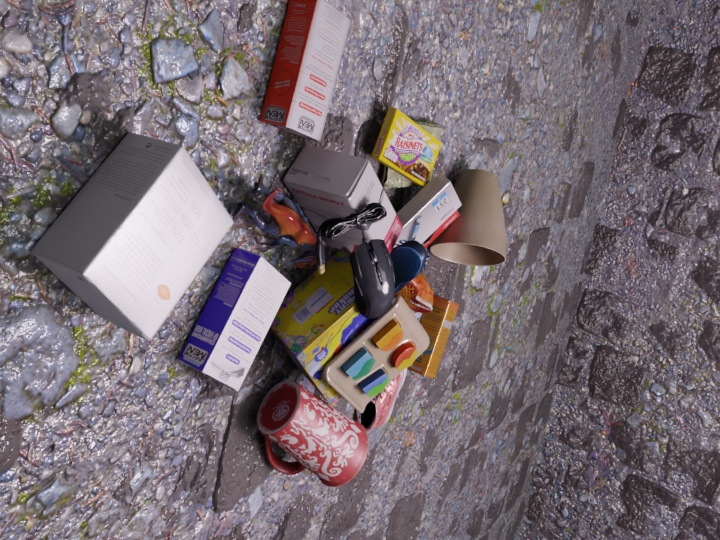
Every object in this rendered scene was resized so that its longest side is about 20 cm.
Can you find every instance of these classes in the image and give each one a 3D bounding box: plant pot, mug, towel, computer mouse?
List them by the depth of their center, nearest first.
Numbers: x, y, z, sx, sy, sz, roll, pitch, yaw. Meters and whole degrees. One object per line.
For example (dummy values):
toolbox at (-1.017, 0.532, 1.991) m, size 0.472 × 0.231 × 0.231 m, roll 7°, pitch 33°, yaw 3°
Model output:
computer mouse at (-0.003, 0.000, 1.155) m, size 0.138 × 0.046 × 0.204 m, roll -16°, pitch 115°, yaw -26°
mug at (-0.106, 0.319, 1.329) m, size 0.178 × 0.133 × 0.200 m, roll -48°, pitch 126°, yaw -4°
towel at (0.110, -0.248, 1.505) m, size 0.199 × 0.036 × 0.152 m, roll -12°, pitch 116°, yaw -56°
plant pot at (0.274, -0.134, 1.719) m, size 0.187 × 0.184 × 0.205 m, roll 33°, pitch 64°, yaw -58°

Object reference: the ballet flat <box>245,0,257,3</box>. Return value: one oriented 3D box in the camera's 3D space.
ballet flat at (-0.151, -0.457, 0.943) m, size 0.072 × 0.071 × 0.203 m, roll -46°, pitch 141°, yaw -36°

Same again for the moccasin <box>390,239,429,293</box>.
moccasin at (0.079, -0.017, 1.345) m, size 0.068 × 0.081 × 0.200 m, roll -42°, pitch 180°, yaw -27°

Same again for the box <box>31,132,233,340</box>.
box at (-0.283, -0.045, 0.902) m, size 0.202 × 0.105 × 0.153 m, roll -58°, pitch 147°, yaw -23°

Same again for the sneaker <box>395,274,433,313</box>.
sneaker at (0.119, 0.036, 1.654) m, size 0.200 × 0.071 × 0.079 m, roll 48°, pitch 43°, yaw -60°

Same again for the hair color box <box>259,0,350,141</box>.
hair color box at (-0.087, -0.320, 1.125) m, size 0.101 × 0.060 × 0.204 m, roll 9°, pitch 96°, yaw -59°

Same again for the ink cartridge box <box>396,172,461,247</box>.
ink cartridge box at (0.139, -0.090, 1.554) m, size 0.200 × 0.045 × 0.176 m, roll -43°, pitch 144°, yaw -2°

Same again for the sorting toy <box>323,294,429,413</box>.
sorting toy at (0.039, 0.162, 1.300) m, size 0.200 × 0.036 × 0.186 m, roll -45°, pitch 142°, yaw -6°

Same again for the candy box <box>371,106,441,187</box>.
candy box at (0.097, -0.246, 1.431) m, size 0.199 × 0.026 × 0.104 m, roll 18°, pitch 90°, yaw -56°

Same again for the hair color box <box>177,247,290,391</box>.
hair color box at (-0.200, 0.080, 1.143) m, size 0.203 × 0.064 × 0.109 m, roll -66°, pitch 149°, yaw -15°

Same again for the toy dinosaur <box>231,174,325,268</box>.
toy dinosaur at (-0.118, -0.059, 1.135) m, size 0.180 × 0.200 × 0.106 m, roll 36°, pitch 91°, yaw -26°

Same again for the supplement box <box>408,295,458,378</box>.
supplement box at (0.183, 0.169, 1.808) m, size 0.068 × 0.066 × 0.204 m, roll 19°, pitch 88°, yaw -59°

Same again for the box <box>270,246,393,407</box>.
box at (-0.042, 0.105, 1.302) m, size 0.199 × 0.122 × 0.194 m, roll -41°, pitch 141°, yaw -11°

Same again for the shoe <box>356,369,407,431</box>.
shoe at (0.048, 0.275, 1.635) m, size 0.091 × 0.070 × 0.204 m, roll -11°, pitch 119°, yaw -62°

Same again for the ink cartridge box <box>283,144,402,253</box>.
ink cartridge box at (-0.027, -0.116, 1.243) m, size 0.085 × 0.143 × 0.201 m, roll -60°, pitch 147°, yaw -19°
